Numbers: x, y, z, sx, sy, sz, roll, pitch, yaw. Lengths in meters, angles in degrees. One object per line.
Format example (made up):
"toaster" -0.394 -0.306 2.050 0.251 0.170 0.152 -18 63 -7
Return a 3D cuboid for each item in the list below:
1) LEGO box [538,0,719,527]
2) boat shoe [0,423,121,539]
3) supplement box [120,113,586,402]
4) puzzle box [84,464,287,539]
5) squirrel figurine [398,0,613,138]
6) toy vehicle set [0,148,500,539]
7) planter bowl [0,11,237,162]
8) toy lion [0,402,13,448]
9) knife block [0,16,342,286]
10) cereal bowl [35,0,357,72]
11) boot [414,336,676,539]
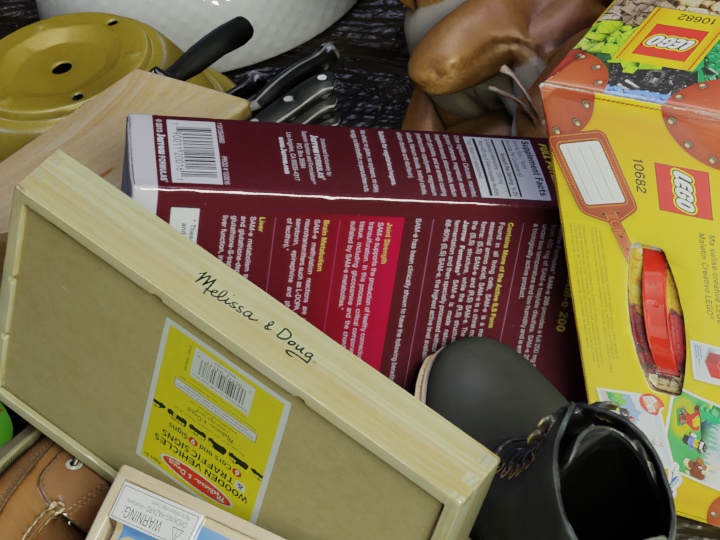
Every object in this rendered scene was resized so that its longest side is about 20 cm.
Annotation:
"LEGO box" 0.148 -0.024 0.862 0.077 0.200 0.149 14 44 31
"boat shoe" -0.109 0.096 0.885 0.068 0.072 0.200 2 39 20
"supplement box" 0.000 0.000 0.904 0.199 0.109 0.061 3 33 -10
"puzzle box" -0.037 0.162 0.765 0.200 0.025 0.133 19 80 35
"squirrel figurine" 0.116 -0.100 1.011 0.199 0.142 0.187 -18 27 -21
"toy vehicle set" -0.050 0.056 0.815 0.200 0.124 0.027 35 50 13
"planter bowl" -0.141 -0.072 1.103 0.200 0.084 0.201 -7 37 6
"toy lion" -0.225 0.050 0.949 0.200 0.069 0.191 29 24 31
"knife block" -0.101 -0.047 1.000 0.199 0.064 0.176 -10 34 -3
"cereal bowl" -0.096 -0.196 1.253 0.199 0.083 0.200 -9 37 7
"boot" 0.071 0.067 0.791 0.077 0.139 0.200 -16 48 -12
